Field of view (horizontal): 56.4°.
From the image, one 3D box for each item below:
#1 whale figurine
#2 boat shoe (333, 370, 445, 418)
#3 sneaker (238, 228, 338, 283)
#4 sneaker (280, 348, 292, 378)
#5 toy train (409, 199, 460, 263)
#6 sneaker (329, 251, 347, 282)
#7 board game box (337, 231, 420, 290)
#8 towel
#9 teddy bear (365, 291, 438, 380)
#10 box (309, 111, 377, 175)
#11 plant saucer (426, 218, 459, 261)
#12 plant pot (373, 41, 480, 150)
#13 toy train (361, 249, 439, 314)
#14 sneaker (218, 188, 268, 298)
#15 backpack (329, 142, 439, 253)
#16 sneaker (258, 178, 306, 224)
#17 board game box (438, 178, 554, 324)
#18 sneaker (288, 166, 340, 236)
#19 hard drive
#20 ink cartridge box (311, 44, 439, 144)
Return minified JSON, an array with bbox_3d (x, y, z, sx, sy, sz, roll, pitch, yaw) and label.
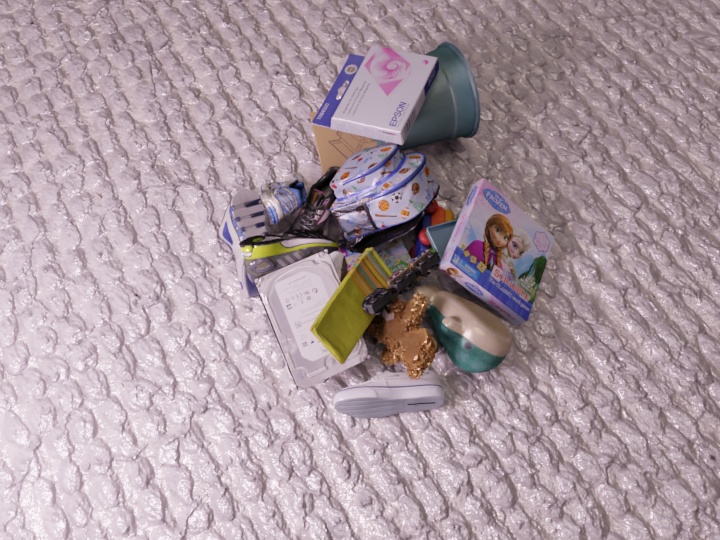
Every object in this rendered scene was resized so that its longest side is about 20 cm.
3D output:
[{"bbox_3d":[0.172,0.105,1.209,0.199,0.158,0.105,35,107,20],"label":"whale figurine"},{"bbox_3d":[0.048,0.212,1.180,0.196,0.074,0.068,2,47,-12],"label":"boat shoe"},{"bbox_3d":[-0.131,-0.027,1.249,0.197,0.082,0.074,-8,22,-28],"label":"sneaker"},{"bbox_3d":[-0.115,0.088,1.211,0.077,0.100,0.203,-13,62,2],"label":"sneaker"},{"bbox_3d":[0.167,-0.106,1.340,0.114,0.085,0.203,11,62,-8],"label":"toy train"},{"bbox_3d":[-0.034,0.068,1.221,0.081,0.077,0.204,5,84,-36],"label":"sneaker"},{"bbox_3d":[0.000,0.000,1.300,0.197,0.034,0.136,-20,64,-11],"label":"board game box"},{"bbox_3d":[-0.006,0.056,1.137,0.086,0.018,0.201,47,54,-16],"label":"towel"},{"bbox_3d":[0.075,0.106,1.185,0.066,0.199,0.147,22,85,-36],"label":"teddy bear"},{"bbox_3d":[-0.014,-0.271,1.449,0.160,0.021,0.203,-10,62,-8],"label":"box"},{"bbox_3d":[0.211,-0.070,1.294,0.198,0.019,0.071,-17,76,-32],"label":"plant saucer"},{"bbox_3d":[0.115,-0.343,1.391,0.193,0.201,0.202,-21,64,-11],"label":"plant pot"},{"bbox_3d":[0.072,0.019,1.175,0.199,0.045,0.035,-36,112,-37],"label":"toy train"},{"bbox_3d":[-0.218,-0.050,1.297,0.079,0.115,0.203,-12,93,-27],"label":"sneaker"},{"bbox_3d":[0.047,-0.154,1.267,0.188,0.156,0.201,-7,36,27],"label":"backpack"},{"bbox_3d":[-0.142,-0.138,1.296,0.084,0.200,0.078,-23,108,-1],"label":"sneaker"},{"bbox_3d":[0.263,-0.036,1.273,0.199,0.041,0.202,35,62,-18],"label":"board game box"},{"bbox_3d":[-0.090,-0.123,1.323,0.079,0.087,0.202,23,76,13],"label":"sneaker"},{"bbox_3d":[-0.082,0.083,1.140,0.138,0.038,0.203,-22,91,-13],"label":"hard drive"},{"bbox_3d":[0.026,-0.344,1.285,0.197,0.044,0.199,16,64,18],"label":"ink cartridge box"}]
